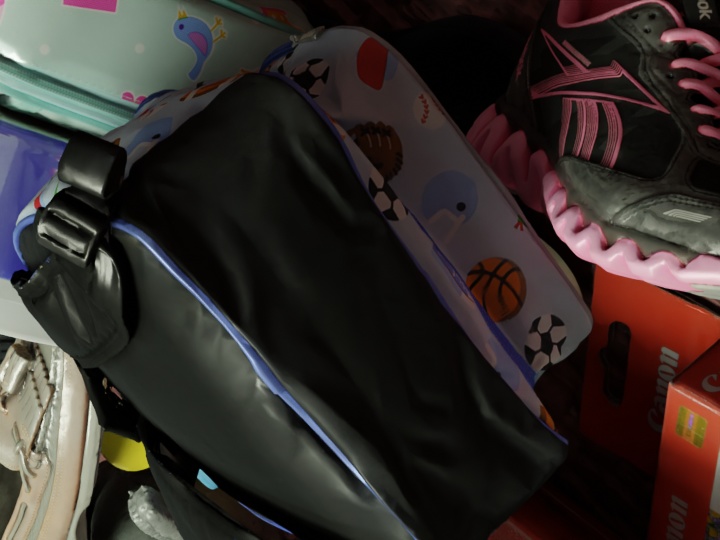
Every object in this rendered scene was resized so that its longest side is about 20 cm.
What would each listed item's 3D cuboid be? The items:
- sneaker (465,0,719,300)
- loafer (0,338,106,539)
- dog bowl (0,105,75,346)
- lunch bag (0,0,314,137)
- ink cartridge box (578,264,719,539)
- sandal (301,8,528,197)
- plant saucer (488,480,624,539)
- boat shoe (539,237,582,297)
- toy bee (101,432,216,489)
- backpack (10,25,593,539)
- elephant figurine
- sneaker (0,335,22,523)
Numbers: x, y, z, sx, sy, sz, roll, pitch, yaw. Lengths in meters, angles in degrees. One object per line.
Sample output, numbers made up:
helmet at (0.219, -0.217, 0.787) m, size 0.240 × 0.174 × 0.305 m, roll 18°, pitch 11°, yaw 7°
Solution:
sneaker at (0.100, -0.049, 0.623) m, size 0.096 × 0.079 × 0.200 m, roll -67°, pitch 28°, yaw 12°
loafer at (-0.161, 0.091, 0.922) m, size 0.072 × 0.063 × 0.201 m, roll -114°, pitch 28°, yaw -51°
dog bowl at (-0.161, -0.041, 0.796) m, size 0.200 × 0.200 × 0.079 m, roll 28°, pitch 101°, yaw 34°
lunch bag at (-0.123, -0.109, 0.786) m, size 0.200 × 0.160 × 0.077 m, roll 35°, pitch 107°, yaw 56°
ink cartridge box at (0.154, 0.086, 0.736) m, size 0.200 × 0.050 × 0.109 m, roll 31°, pitch 140°, yaw 31°
sandal at (0.007, -0.067, 0.794) m, size 0.200 × 0.043 × 0.076 m, roll 13°, pitch 128°, yaw 45°
plant saucer at (0.075, 0.117, 0.771) m, size 0.199 × 0.037 × 0.200 m, roll 37°, pitch -176°, yaw 39°
boat shoe at (0.000, 0.000, 0.828) m, size 0.200 × 0.068 × 0.072 m, roll 20°, pitch 155°, yaw 43°
toy bee at (-0.068, 0.039, 0.904) m, size 0.109 × 0.131 × 0.200 m, roll 57°, pitch 163°, yaw 15°
backpack at (-0.031, 0.011, 0.657) m, size 0.200 × 0.154 × 0.190 m, roll 56°, pitch 154°, yaw -17°
elephant figurine at (-0.121, 0.142, 1.063) m, size 0.200 × 0.141 × 0.156 m, roll 44°, pitch 118°, yaw 49°
sneaker at (-0.169, 0.035, 1.006) m, size 0.077 × 0.201 × 0.080 m, roll 21°, pitch 169°, yaw -27°
